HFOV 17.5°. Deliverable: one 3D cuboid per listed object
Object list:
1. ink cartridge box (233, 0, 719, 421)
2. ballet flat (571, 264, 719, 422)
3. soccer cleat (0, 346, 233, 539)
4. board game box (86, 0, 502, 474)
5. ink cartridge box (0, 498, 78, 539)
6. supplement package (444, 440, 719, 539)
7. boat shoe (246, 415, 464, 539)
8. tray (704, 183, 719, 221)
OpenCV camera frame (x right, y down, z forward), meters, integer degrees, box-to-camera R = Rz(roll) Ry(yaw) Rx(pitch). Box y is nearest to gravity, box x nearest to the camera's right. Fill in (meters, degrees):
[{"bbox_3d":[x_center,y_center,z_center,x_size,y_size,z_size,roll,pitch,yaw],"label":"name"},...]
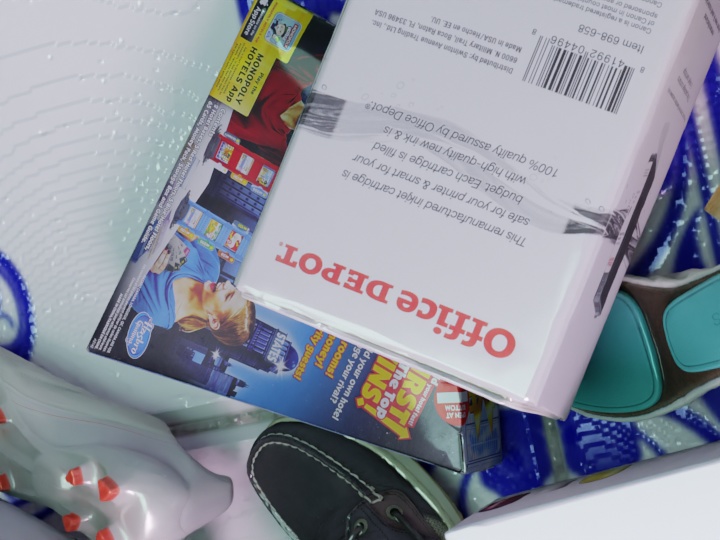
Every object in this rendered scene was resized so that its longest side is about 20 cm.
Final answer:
[{"bbox_3d":[0.053,-0.052,1.011,0.144,0.084,0.200,22,86,18],"label":"ink cartridge box"},{"bbox_3d":[0.148,0.026,1.033,0.200,0.069,0.070,-18,87,58],"label":"ballet flat"},{"bbox_3d":[-0.148,0.090,1.202,0.200,0.078,0.069,29,117,42],"label":"soccer cleat"},{"bbox_3d":[0.000,0.000,1.113,0.200,0.062,0.200,31,103,18],"label":"board game box"},{"bbox_3d":[-0.158,0.143,1.137,0.161,0.200,0.050,25,77,22],"label":"ink cartridge box"},{"bbox_3d":[0.159,0.154,1.004,0.200,0.111,0.156,-16,88,14],"label":"supplement package"},{"bbox_3d":[0.016,0.144,1.116,0.200,0.065,0.072,43,127,16],"label":"boat shoe"},{"bbox_3d":[0.244,-0.081,1.000,0.099,0.037,0.200,38,111,18],"label":"tray"}]
